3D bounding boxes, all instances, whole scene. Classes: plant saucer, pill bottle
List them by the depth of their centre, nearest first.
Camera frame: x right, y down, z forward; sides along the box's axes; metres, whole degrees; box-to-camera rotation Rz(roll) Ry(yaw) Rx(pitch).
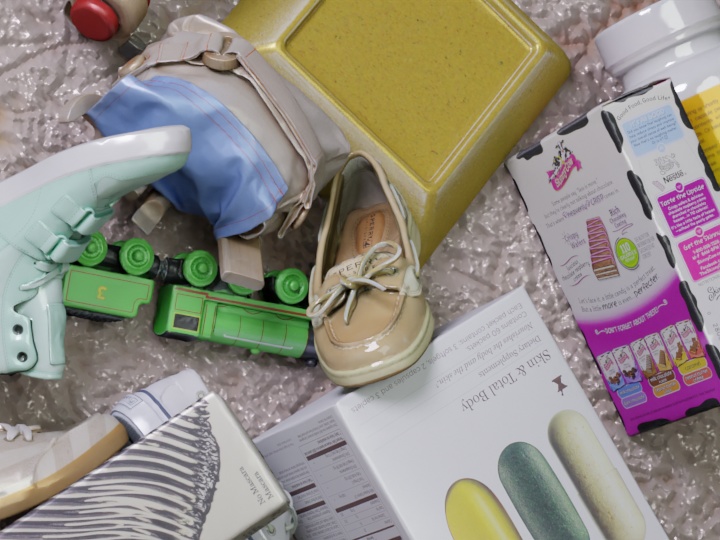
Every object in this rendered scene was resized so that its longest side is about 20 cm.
[{"bbox_3d":[0.025,-0.137,1.767,0.200,0.048,0.200,42,64,-9],"label":"plant saucer"},{"bbox_3d":[0.231,-0.079,1.806,0.112,0.113,0.201,-22,86,-26],"label":"pill bottle"}]

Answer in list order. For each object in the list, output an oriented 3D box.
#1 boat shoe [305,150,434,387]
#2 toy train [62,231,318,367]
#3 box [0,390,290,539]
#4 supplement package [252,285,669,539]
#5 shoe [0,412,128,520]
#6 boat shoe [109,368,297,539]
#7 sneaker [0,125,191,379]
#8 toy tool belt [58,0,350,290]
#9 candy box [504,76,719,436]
[{"bbox_3d":[0.000,0.000,1.631,0.073,0.200,0.063,-17,118,6],"label":"boat shoe"},{"bbox_3d":[-0.096,0.017,1.682,0.199,0.042,0.057,12,83,-21],"label":"toy train"},{"bbox_3d":[-0.142,0.156,1.568,0.200,0.068,0.082,-35,84,-3],"label":"box"},{"bbox_3d":[0.062,0.144,1.657,0.151,0.151,0.201,-31,91,-27],"label":"supplement package"},{"bbox_3d":[-0.225,0.119,1.582,0.199,0.070,0.054,-24,96,-24],"label":"shoe"},{"bbox_3d":[-0.069,0.148,1.641,0.067,0.074,0.201,-33,91,-24],"label":"boat shoe"},{"bbox_3d":[-0.168,-0.004,1.596,0.200,0.074,0.119,-24,88,16],"label":"sneaker"},{"bbox_3d":[-0.112,-0.087,1.651,0.200,0.125,0.123,40,53,-10],"label":"toy tool belt"},{"bbox_3d":[0.184,-0.006,1.755,0.061,0.136,0.201,-24,88,-28],"label":"candy box"}]
